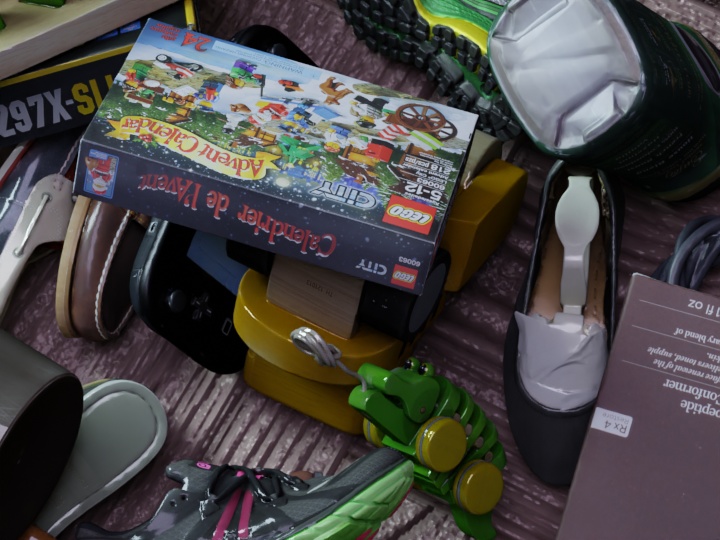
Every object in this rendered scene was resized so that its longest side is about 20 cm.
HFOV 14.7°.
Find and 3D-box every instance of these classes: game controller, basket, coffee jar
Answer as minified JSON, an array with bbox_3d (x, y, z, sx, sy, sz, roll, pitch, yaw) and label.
[{"bbox_3d":[-0.070,-0.042,1.642,0.042,0.104,0.201,-2,60,49],"label":"game controller"},{"bbox_3d":[-0.264,0.064,1.535,0.199,0.180,0.137,26,107,14],"label":"basket"},{"bbox_3d":[0.155,-0.101,1.590,0.085,0.200,0.105,-36,67,19],"label":"coffee jar"}]

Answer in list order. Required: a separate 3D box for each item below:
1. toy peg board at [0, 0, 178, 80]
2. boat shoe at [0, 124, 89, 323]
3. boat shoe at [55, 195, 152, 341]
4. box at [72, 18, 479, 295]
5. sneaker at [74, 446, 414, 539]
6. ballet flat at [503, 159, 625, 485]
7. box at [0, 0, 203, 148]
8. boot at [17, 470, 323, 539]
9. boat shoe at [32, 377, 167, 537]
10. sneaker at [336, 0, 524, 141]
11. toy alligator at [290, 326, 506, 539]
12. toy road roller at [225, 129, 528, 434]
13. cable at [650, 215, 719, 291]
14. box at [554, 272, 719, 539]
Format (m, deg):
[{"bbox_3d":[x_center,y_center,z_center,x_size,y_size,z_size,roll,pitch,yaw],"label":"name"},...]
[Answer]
[{"bbox_3d":[-0.194,-0.221,1.660,0.199,0.098,0.199,-25,36,-13],"label":"toy peg board"},{"bbox_3d":[-0.201,-0.026,1.664,0.062,0.071,0.201,33,70,4],"label":"boat shoe"},{"bbox_3d":[-0.125,-0.050,1.664,0.070,0.070,0.201,11,71,14],"label":"boat shoe"},{"bbox_3d":[-0.044,-0.065,1.536,0.199,0.038,0.137,16,35,3],"label":"box"},{"bbox_3d":[-0.065,0.133,1.514,0.199,0.077,0.084,-20,74,-6],"label":"sneaker"},{"bbox_3d":[0.117,0.021,1.613,0.067,0.068,0.201,2,70,6],"label":"ballet flat"},{"bbox_3d":[-0.194,-0.141,1.677,0.199,0.050,0.160,-15,37,2],"label":"box"},{"bbox_3d":[-0.131,0.172,1.576,0.199,0.068,0.189,22,86,4],"label":"boot"},{"bbox_3d":[-0.201,0.131,1.613,0.200,0.061,0.072,-32,98,-5],"label":"boat shoe"},{"bbox_3d":[0.055,-0.161,1.696,0.085,0.078,0.200,-31,64,-31],"label":"sneaker"},{"bbox_3d":[0.033,0.077,1.546,0.059,0.200,0.054,18,65,49],"label":"toy alligator"},{"bbox_3d":[0.000,0.000,1.623,0.122,0.147,0.200,25,37,14],"label":"toy road roller"},{"bbox_3d":[0.255,0.039,1.608,0.198,0.051,0.164,5,78,12],"label":"cable"},{"bbox_3d":[0.173,0.111,1.549,0.099,0.075,0.201,15,86,14],"label":"box"}]
